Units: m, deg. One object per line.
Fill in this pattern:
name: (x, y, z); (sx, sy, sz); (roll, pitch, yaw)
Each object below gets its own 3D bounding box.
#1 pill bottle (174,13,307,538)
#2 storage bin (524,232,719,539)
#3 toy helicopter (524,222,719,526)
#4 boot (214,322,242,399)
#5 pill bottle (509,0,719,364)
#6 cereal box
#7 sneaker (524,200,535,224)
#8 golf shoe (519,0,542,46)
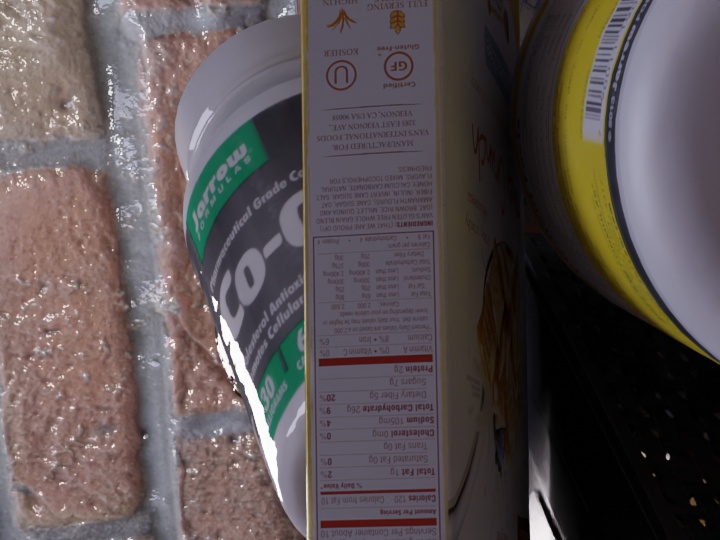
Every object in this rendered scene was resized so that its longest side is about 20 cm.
pill bottle: (0.000, 0.000, 0.776); (0.200, 0.113, 0.113); (-115, 18, -48)
storage bin: (0.091, 0.091, 0.608); (0.200, 0.094, 0.135); (-112, 29, -54)
toy helicopter: (0.097, 0.056, 0.797); (0.132, 0.079, 0.200); (67, 164, -16)
boot: (-0.019, 0.025, 0.958); (0.174, 0.069, 0.200); (130, 133, -60)
pill bottle: (0.097, -0.036, 0.516); (0.200, 0.112, 0.112); (-129, 33, -82)
cereal box: (0.017, -0.003, 0.544); (0.144, 0.039, 0.200); (38, -131, -76)
sneaker: (0.075, -0.017, 1.004); (0.083, 0.080, 0.200); (71, -167, -87)
golf shoe: (0.032, -0.075, 0.671); (0.097, 0.200, 0.078); (-39, -15, -45)
